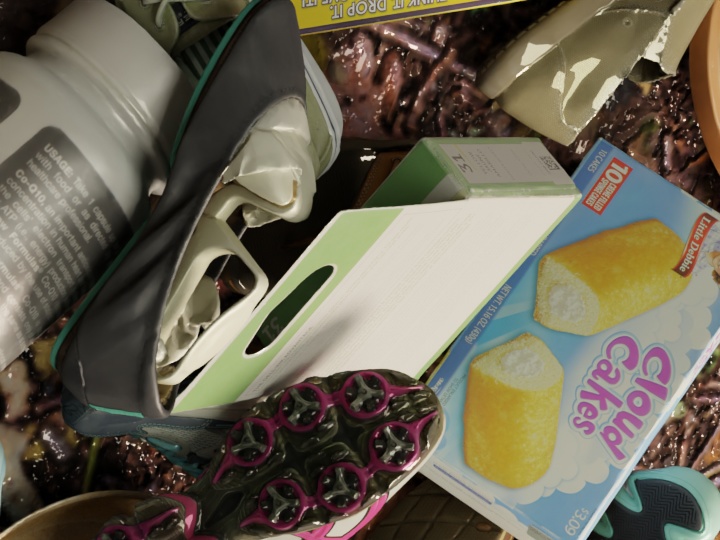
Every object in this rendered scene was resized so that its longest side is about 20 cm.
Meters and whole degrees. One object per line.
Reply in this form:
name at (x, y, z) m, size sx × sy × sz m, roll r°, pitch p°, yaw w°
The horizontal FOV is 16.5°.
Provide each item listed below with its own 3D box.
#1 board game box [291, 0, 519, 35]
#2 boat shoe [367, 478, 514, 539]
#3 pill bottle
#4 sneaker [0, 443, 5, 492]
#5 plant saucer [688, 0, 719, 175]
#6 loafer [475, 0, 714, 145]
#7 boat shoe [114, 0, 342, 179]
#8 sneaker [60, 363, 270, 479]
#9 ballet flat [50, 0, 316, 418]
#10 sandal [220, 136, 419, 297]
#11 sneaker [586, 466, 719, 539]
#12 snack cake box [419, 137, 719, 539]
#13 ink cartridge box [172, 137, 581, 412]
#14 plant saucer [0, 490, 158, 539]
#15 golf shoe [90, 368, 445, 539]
board game box at (0.023, -0.211, 1.229) m, size 0.200 × 0.057 × 0.166 m, roll -12°, pitch 114°, yaw -33°
boat shoe at (0.027, 0.198, 1.370) m, size 0.200 × 0.072 × 0.068 m, roll -59°, pitch 146°, yaw -8°
pill bottle at (-0.167, -0.025, 1.115) m, size 0.200 × 0.113 × 0.113 m, roll -43°, pitch 126°, yaw -16°
sneaker at (-0.199, 0.139, 1.125) m, size 0.082 × 0.074 × 0.200 m, roll 55°, pitch 37°, yaw -37°
plant saucer at (0.273, -0.116, 1.428) m, size 0.200 × 0.032 × 0.201 m, roll 1°, pitch 87°, yaw -33°
loafer at (0.153, -0.136, 1.332) m, size 0.200 × 0.076 × 0.068 m, roll -36°, pitch 96°, yaw -11°
boat shoe at (-0.072, -0.122, 1.147) m, size 0.072 × 0.062 × 0.200 m, roll -33°, pitch 105°, yaw 15°
sneaker at (-0.063, 0.086, 1.256) m, size 0.200 × 0.078 × 0.086 m, roll 4°, pitch 106°, yaw -37°
ballet flat at (-0.061, -0.022, 1.093) m, size 0.073 × 0.073 × 0.200 m, roll 30°, pitch 88°, yaw -39°
sandal at (0.016, -0.026, 1.288) m, size 0.200 × 0.055 × 0.082 m, roll -4°, pitch 108°, yaw -36°
sneaker at (0.167, 0.170, 1.425) m, size 0.140 × 0.078 × 0.200 m, roll -6°, pitch 150°, yaw -44°
snack cake box at (0.120, 0.045, 1.337) m, size 0.200 × 0.115 × 0.067 m, roll -54°, pitch 169°, yaw -14°
ink cartridge box at (0.000, 0.000, 1.187) m, size 0.200 × 0.048 × 0.146 m, roll -2°, pitch 141°, yaw -52°
plant saucer at (-0.148, 0.200, 1.256) m, size 0.200 × 0.035 × 0.200 m, roll -13°, pitch 112°, yaw -33°
golf shoe at (-0.041, 0.112, 1.206) m, size 0.200 × 0.073 × 0.092 m, roll -33°, pitch 159°, yaw 14°
